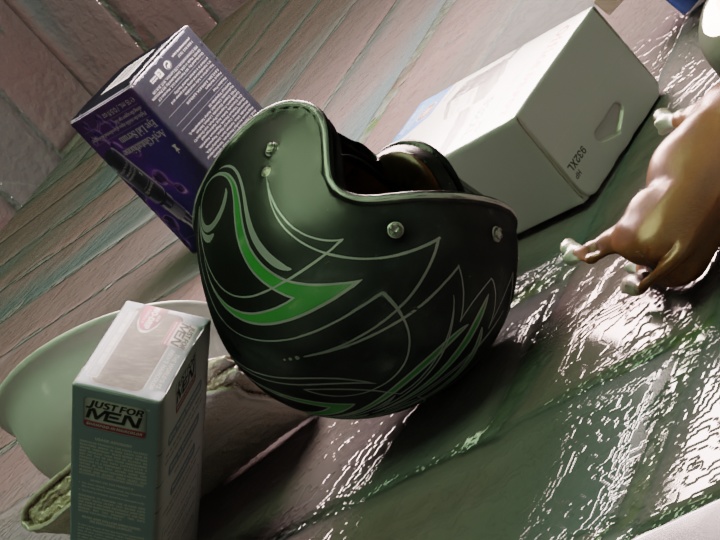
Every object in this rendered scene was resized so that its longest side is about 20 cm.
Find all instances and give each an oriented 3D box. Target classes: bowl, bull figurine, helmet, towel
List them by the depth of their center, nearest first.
[{"bbox_3d":[0.203,-0.061,1.198,0.200,0.065,0.121,-47,11,-27],"label":"bull figurine"},{"bbox_3d":[0.000,0.000,1.306,0.200,0.200,0.191,-41,58,7],"label":"helmet"},{"bbox_3d":[-0.130,0.131,1.451,0.200,0.035,0.132,-39,-27,19],"label":"towel"},{"bbox_3d":[-0.165,0.113,1.535,0.201,0.090,0.201,-19,-26,-10],"label":"bowl"}]

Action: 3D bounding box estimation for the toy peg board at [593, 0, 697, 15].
[{"bbox_3d":[0.302,-0.281,1.565,0.200,0.098,0.199,-50,1,-31],"label":"toy peg board"}]

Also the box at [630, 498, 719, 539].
[{"bbox_3d":[0.115,0.180,0.487,0.104,0.182,0.200,-32,17,37],"label":"box"}]

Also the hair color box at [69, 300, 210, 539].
[{"bbox_3d":[-0.143,0.132,1.325,0.099,0.061,0.200,-65,-16,-56],"label":"hair color box"}]

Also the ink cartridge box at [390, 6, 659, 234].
[{"bbox_3d":[0.102,-0.089,1.504,0.200,0.084,0.145,-26,21,47],"label":"ink cartridge box"}]

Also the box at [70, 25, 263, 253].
[{"bbox_3d":[-0.176,-0.133,2.137,0.104,0.200,0.148,-51,16,-31],"label":"box"}]

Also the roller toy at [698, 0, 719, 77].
[{"bbox_3d":[0.275,-0.137,1.069,0.182,0.140,0.200,-32,18,37],"label":"roller toy"}]
